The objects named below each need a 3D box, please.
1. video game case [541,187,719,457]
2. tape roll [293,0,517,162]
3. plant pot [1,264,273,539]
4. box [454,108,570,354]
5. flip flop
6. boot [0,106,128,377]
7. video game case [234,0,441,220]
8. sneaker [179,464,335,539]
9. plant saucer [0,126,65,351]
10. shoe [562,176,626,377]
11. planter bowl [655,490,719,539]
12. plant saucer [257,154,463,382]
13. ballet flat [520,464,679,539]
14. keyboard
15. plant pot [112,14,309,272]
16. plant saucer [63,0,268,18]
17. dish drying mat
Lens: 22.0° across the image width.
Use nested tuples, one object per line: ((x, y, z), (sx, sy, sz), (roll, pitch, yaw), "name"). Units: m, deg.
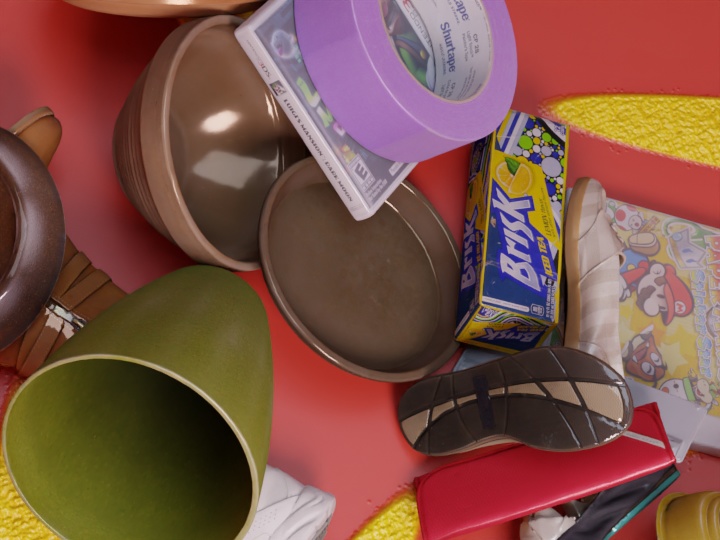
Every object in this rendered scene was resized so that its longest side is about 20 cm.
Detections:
((0.242, 0.043, 1.550), (0.182, 0.023, 0.200), (15, 64, -6), "video game case")
((0.039, -0.191, 1.495), (0.200, 0.066, 0.200), (21, 60, -42), "tape roll")
((-0.137, 0.087, 1.358), (0.187, 0.187, 0.200), (26, 33, -1), "plant pot")
((0.125, -0.033, 1.517), (0.070, 0.064, 0.200), (14, 56, -11), "box")
((0.121, 0.105, 1.428), (0.058, 0.200, 0.081), (2, 78, -54), "flip flop")
((-0.240, -0.016, 1.428), (0.155, 0.077, 0.200), (27, 69, 7), "boot")
((0.001, -0.167, 1.510), (0.182, 0.023, 0.200), (56, 44, -16), "video game case")
((-0.108, 0.224, 1.371), (0.099, 0.078, 0.200), (32, 57, 12), "sneaker")
((-0.321, -0.024, 1.389), (0.200, 0.032, 0.200), (-2, 76, 9), "plant saucer")
((0.190, 0.015, 1.491), (0.053, 0.070, 0.200), (2, 62, 8), "shoe")
((0.318, 0.232, 1.391), (0.200, 0.083, 0.200), (39, 27, -24), "planter bowl")
((0.000, 0.000, 1.477), (0.200, 0.029, 0.200), (18, 56, -28), "plant saucer")
((0.167, 0.196, 1.435), (0.073, 0.073, 0.200), (44, 59, 8), "ballet flat")
((0.173, 0.096, 1.477), (0.200, 0.011, 0.056), (21, 51, 21), "keyboard")
((-0.130, -0.097, 1.463), (0.093, 0.201, 0.201), (-3, 60, 30), "plant pot")
((-0.161, -0.233, 1.504), (0.200, 0.200, 0.032), (-2, 108, -14), "plant saucer")
((0.139, 0.153, 1.418), (0.200, 0.018, 0.077), (-18, 35, 7), "dish drying mat")
